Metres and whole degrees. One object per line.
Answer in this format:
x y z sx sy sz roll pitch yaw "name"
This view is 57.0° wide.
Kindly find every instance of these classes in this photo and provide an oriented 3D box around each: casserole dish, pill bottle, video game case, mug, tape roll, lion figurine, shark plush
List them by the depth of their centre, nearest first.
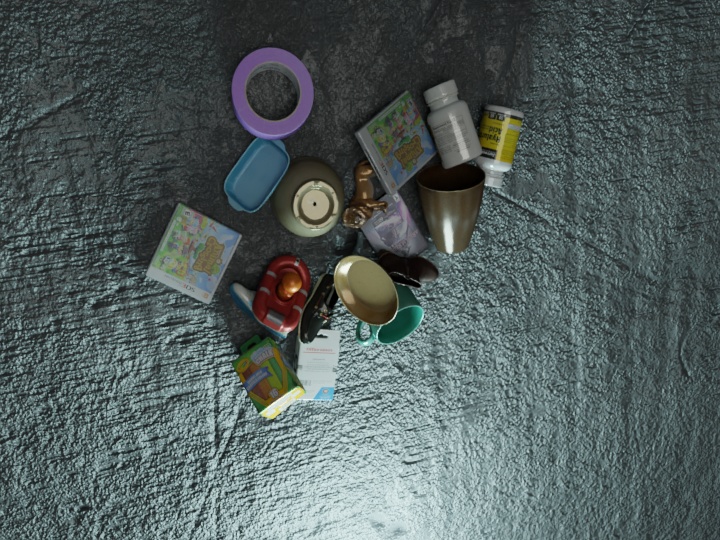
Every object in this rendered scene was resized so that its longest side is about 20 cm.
-0.212 -0.421 1.590 0.193 0.066 0.208 0 90 -12 "tape roll"
-0.253 -0.236 1.646 0.120 0.039 0.202 37 92 13 "casserole dish"
-0.422 -0.042 1.682 0.179 0.022 0.204 26 96 -21 "video game case"
0.097 -0.329 1.709 0.200 0.022 0.185 -43 114 -25 "video game case"
0.235 -0.380 1.723 0.111 0.114 0.206 -22 98 -9 "pill bottle"
0.013 -0.212 1.739 0.118 0.072 0.208 2 83 -5 "lion figurine"
0.364 -0.333 1.783 0.108 0.111 0.207 7 103 -17 "pill bottle"
0.000 0.000 1.783 0.088 0.083 0.206 14 101 -19 "shark plush"
0.070 0.110 1.798 0.180 0.116 0.155 -12 141 -28 "mug"
0.087 -0.104 1.816 0.141 0.019 0.203 -35 111 -4 "video game case"

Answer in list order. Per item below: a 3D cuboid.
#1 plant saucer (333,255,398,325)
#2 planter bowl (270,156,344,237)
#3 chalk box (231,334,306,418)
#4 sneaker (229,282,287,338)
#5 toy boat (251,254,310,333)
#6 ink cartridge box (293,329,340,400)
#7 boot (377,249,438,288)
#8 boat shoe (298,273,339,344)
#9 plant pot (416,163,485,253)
0.020 0.044 1.695 0.035 0.196 0.205 -41 118 -44 "plant saucer"
-0.124 -0.175 1.672 0.193 0.135 0.207 -4 107 -14 "planter bowl"
-0.250 0.263 1.740 0.123 0.124 0.202 -34 72 -4 "chalk box"
-0.258 0.091 1.746 0.199 0.076 0.082 40 69 -18 "sneaker"
-0.188 0.046 1.681 0.128 0.131 0.204 28 52 -15 "toy boat"
-0.124 0.248 1.824 0.112 0.067 0.207 4 104 -16 "ink cartridge box"
0.139 0.015 1.762 0.195 0.167 0.074 19 109 -18 "boot"
-0.105 0.101 1.742 0.205 0.061 0.074 -66 148 -24 "boat shoe"
0.244 -0.158 1.775 0.181 0.188 0.206 -13 121 -12 "plant pot"
